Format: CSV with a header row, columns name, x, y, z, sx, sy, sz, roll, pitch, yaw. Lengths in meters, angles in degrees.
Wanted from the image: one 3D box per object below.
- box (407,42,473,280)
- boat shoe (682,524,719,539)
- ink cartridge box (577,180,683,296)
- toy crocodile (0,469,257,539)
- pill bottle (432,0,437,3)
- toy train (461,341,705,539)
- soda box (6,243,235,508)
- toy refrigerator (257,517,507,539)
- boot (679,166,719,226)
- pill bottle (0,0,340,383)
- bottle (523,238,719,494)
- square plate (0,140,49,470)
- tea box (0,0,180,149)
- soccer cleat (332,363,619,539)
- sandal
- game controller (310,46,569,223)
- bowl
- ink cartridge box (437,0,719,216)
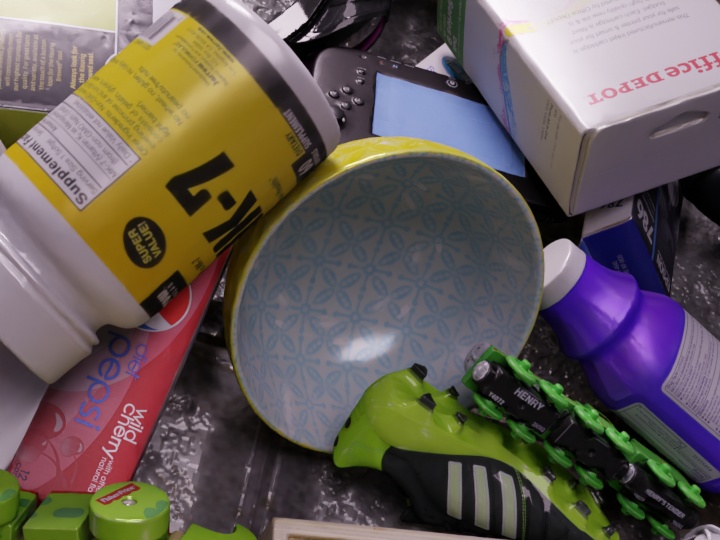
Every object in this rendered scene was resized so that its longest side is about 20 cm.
name,x,y,z,sx,sy,sz,roll,pitch,yaw
box,0.055,-0.082,0.929,0.119,0.042,0.200,43,58,9
boat shoe,0.222,0.196,0.807,0.068,0.072,0.200,40,65,6
ink cartridge box,0.196,-0.049,0.926,0.039,0.100,0.201,-4,51,29
toy crocodile,-0.151,0.134,0.650,0.199,0.068,0.062,5,19,6
pill bottle,0.034,-0.283,0.997,0.199,0.114,0.115,27,55,-2
toy train,0.137,0.102,0.798,0.200,0.042,0.056,36,12,-26
soda box,-0.134,0.052,0.745,0.063,0.070,0.201,23,65,-6
toy refrigerator,0.039,0.193,0.738,0.199,0.070,0.076,9,57,-15
boot,0.329,0.006,0.938,0.199,0.076,0.169,16,53,-28
pill bottle,-0.117,-0.043,0.678,0.200,0.114,0.114,-43,79,-8
bottle,0.187,0.059,0.841,0.200,0.065,0.084,39,49,-16
square plate,-0.234,0.029,0.696,0.028,0.200,0.198,6,47,34
tea box,-0.191,-0.139,0.819,0.196,0.134,0.201,6,58,-17
soccer cleat,0.072,0.131,0.794,0.200,0.081,0.068,34,23,-21
sandal,-0.026,-0.163,0.922,0.048,0.075,0.200,40,69,19
game controller,0.058,-0.094,0.890,0.199,0.042,0.105,15,56,-11
bowl,0.000,0.000,0.796,0.199,0.201,0.108,-5,29,-22
ink cartridge box,0.158,-0.150,0.881,0.145,0.088,0.200,-20,53,-15
